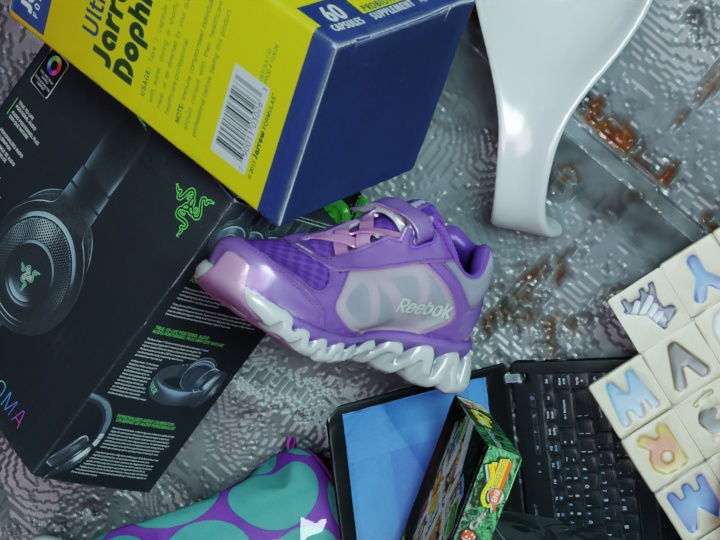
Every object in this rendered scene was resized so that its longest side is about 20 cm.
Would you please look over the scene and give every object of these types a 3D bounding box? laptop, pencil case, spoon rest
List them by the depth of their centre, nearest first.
[{"bbox_3d":[0.100,-0.113,1.210,0.099,0.061,0.201,10,104,11],"label":"spoon rest"},{"bbox_3d":[0.101,0.144,1.238,0.199,0.103,0.178,-2,102,23],"label":"laptop"},{"bbox_3d":[-0.105,0.165,1.258,0.199,0.085,0.093,-20,53,-18],"label":"pencil case"}]

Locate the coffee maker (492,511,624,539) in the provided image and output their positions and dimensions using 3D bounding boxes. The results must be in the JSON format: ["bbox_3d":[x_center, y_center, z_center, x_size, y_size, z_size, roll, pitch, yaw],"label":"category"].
[{"bbox_3d":[0.117,0.243,1.200,0.192,0.135,0.201,16,101,-34],"label":"coffee maker"}]

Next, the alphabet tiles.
[{"bbox_3d":[0.224,0.073,1.221,0.166,0.006,0.200,-32,93,-1],"label":"alphabet tiles"}]

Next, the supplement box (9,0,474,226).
[{"bbox_3d":[-0.062,-0.132,1.150,0.200,0.109,0.110,38,128,24],"label":"supplement box"}]

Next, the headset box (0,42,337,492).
[{"bbox_3d":[-0.128,-0.016,1.229,0.200,0.093,0.174,-52,55,17],"label":"headset box"}]

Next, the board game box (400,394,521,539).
[{"bbox_3d":[0.030,0.171,1.180,0.023,0.105,0.201,18,99,-13],"label":"board game box"}]

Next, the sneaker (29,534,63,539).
[{"bbox_3d":[-0.131,0.250,1.291,0.202,0.146,0.077,20,144,14],"label":"sneaker"}]

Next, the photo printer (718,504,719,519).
[{"bbox_3d":[0.265,0.055,1.138,0.069,0.166,0.201,17,92,-25],"label":"photo printer"}]

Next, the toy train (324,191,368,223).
[{"bbox_3d":[0.005,-0.110,1.245,0.056,0.042,0.201,26,106,18],"label":"toy train"}]

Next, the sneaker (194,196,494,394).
[{"bbox_3d":[0.000,0.000,1.159,0.080,0.200,0.089,36,103,36],"label":"sneaker"}]
